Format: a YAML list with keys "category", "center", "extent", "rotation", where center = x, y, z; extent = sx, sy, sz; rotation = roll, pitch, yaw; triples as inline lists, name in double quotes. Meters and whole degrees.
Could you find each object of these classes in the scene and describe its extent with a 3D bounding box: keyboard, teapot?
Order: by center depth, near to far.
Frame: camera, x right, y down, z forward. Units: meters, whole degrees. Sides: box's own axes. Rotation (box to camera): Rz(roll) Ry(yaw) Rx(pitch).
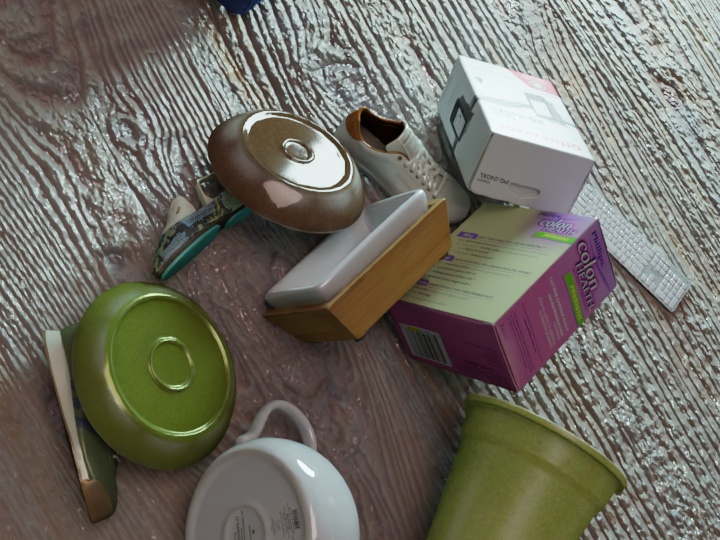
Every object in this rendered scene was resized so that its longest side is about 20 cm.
- category: "teapot"
  center: [-0.071, 0.262, 0.979]
  extent: [0.145, 0.196, 0.203]
  rotation: [18, 98, -53]
- category: "keyboard"
  center: [0.367, -0.031, 1.326]
  extent: [0.200, 0.011, 0.056]
  rotation: [43, 62, -2]

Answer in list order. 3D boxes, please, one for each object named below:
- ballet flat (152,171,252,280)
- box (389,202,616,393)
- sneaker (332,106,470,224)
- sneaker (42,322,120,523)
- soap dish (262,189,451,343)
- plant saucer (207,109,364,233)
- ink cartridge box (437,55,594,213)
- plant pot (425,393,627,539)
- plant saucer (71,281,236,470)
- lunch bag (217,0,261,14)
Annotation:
- category: "ballet flat"
  center: [-0.176, -0.065, 1.099]
  extent: [0.074, 0.074, 0.200]
  rotation: [48, 53, 1]
- category: "box"
  center: [0.162, 0.024, 1.124]
  extent: [0.200, 0.174, 0.098]
  rotation: [-42, 122, -28]
- category: "sneaker"
  center: [0.060, -0.128, 1.202]
  extent: [0.198, 0.085, 0.074]
  rotation: [31, 62, -10]
- category: "sneaker"
  center: [-0.258, 0.144, 0.989]
  extent: [0.088, 0.067, 0.203]
  rotation: [-14, 74, -19]
- category: "soap dish"
  center: [0.000, 0.000, 1.099]
  extent: [0.200, 0.157, 0.082]
  rotation: [-42, 106, -28]
- category: "plant saucer"
  center: [-0.078, -0.126, 1.125]
  extent: [0.197, 0.037, 0.202]
  rotation: [19, 40, -16]
- category: "ink cartridge box"
  center: [0.190, -0.172, 1.217]
  extent: [0.143, 0.084, 0.201]
  rotation: [12, 35, -18]
- category: "plant pot"
  center: [0.161, 0.266, 1.055]
  extent: [0.199, 0.200, 0.186]
  rotation: [32, 74, -7]
- category: "plant saucer"
  center: [-0.201, 0.102, 1.003]
  extent: [0.198, 0.031, 0.203]
  rotation: [25, 53, -37]
- category: "lunch bag"
  center: [-0.164, -0.414, 1.187]
  extent: [0.199, 0.136, 0.133]
  rotation: [41, 63, -5]
